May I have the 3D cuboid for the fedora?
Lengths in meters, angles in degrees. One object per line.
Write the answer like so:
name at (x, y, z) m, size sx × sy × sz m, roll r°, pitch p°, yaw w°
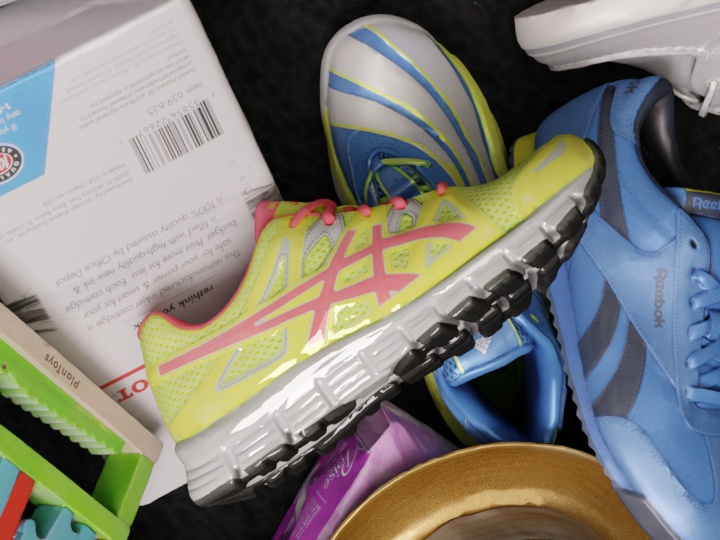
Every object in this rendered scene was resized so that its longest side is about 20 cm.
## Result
fedora at (0.061, 0.172, 0.753) m, size 0.199 × 0.082 × 0.202 m, roll -2°, pitch 103°, yaw -7°

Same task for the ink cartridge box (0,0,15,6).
ink cartridge box at (-0.148, -0.177, 0.673) m, size 0.199 × 0.075 × 0.166 m, roll -13°, pitch 91°, yaw 34°

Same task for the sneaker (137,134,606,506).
sneaker at (0.000, 0.000, 0.715) m, size 0.200 × 0.078 × 0.091 m, roll -34°, pitch 76°, yaw 0°

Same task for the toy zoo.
toy zoo at (-0.147, 0.117, 0.676) m, size 0.131 × 0.020 × 0.201 m, roll 47°, pitch 52°, yaw -41°

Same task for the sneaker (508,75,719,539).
sneaker at (0.123, 0.016, 0.763) m, size 0.078 × 0.066 × 0.201 m, roll -26°, pitch 68°, yaw 29°

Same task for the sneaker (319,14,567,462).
sneaker at (0.043, -0.010, 0.786) m, size 0.075 × 0.105 × 0.201 m, roll -25°, pitch 103°, yaw -2°

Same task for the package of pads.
package of pads at (0.052, 0.156, 0.831) m, size 0.200 × 0.076 × 0.121 m, roll 33°, pitch 92°, yaw -13°

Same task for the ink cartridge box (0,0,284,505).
ink cartridge box at (-0.089, -0.015, 0.763) m, size 0.115 × 0.067 × 0.201 m, roll -27°, pitch 126°, yaw -5°

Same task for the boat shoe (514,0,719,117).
boat shoe at (0.164, -0.101, 0.819) m, size 0.199 × 0.072 × 0.069 m, roll -12°, pitch 101°, yaw -17°
